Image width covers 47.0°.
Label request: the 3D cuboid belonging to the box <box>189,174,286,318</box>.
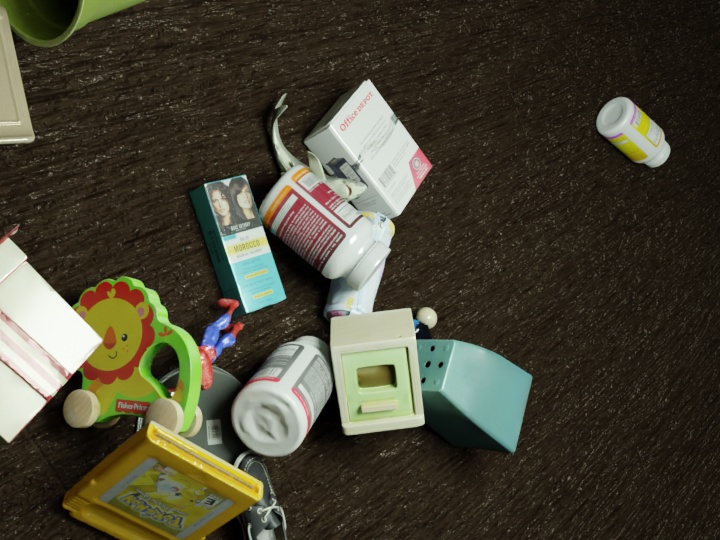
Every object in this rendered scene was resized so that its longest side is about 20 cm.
[{"bbox_3d":[-0.186,-0.037,1.263,0.082,0.049,0.203,-19,91,-42],"label":"box"}]

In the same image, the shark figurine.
[{"bbox_3d":[-0.094,-0.177,1.380,0.215,0.128,0.089,47,25,2],"label":"shark figurine"}]

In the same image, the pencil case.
[{"bbox_3d":[0.000,0.000,1.384,0.083,0.090,0.203,32,60,-30],"label":"pencil case"}]

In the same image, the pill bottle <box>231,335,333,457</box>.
[{"bbox_3d":[-0.102,0.172,1.202,0.112,0.110,0.200,60,23,-10],"label":"pill bottle"}]

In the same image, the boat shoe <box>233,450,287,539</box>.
[{"bbox_3d":[-0.137,0.354,1.160,0.073,0.060,0.204,-10,99,-46],"label":"boat shoe"}]

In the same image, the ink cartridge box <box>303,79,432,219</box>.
[{"bbox_3d":[0.015,-0.207,1.457,0.201,0.084,0.145,50,52,-20],"label":"ink cartridge box"}]

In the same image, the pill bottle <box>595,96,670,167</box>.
[{"bbox_3d":[0.680,-0.335,2.045,0.199,0.104,0.106,30,60,-31],"label":"pill bottle"}]

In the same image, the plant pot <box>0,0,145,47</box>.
[{"bbox_3d":[-0.378,-0.424,1.133,0.190,0.198,0.202,-35,101,-52],"label":"plant pot"}]

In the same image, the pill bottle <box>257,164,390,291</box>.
[{"bbox_3d":[-0.055,-0.062,1.295,0.199,0.113,0.113,40,52,4],"label":"pill bottle"}]

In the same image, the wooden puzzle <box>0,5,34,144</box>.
[{"bbox_3d":[-0.525,-0.248,1.046,0.183,0.037,0.203,-11,81,-41],"label":"wooden puzzle"}]

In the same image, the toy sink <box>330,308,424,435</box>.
[{"bbox_3d":[0.028,0.177,1.270,0.112,0.128,0.203,-94,177,-68],"label":"toy sink"}]

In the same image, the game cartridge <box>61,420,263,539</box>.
[{"bbox_3d":[-0.249,0.283,1.029,0.176,0.199,0.033,36,29,-26],"label":"game cartridge"}]

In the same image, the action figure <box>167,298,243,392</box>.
[{"bbox_3d":[-0.234,0.111,1.146,0.201,0.097,0.066,-76,159,-66],"label":"action figure"}]

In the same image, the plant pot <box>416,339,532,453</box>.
[{"bbox_3d":[0.170,0.203,1.412,0.199,0.140,0.143,36,63,-37],"label":"plant pot"}]

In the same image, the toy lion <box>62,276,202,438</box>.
[{"bbox_3d":[-0.290,0.107,1.050,0.069,0.197,0.195,27,68,-68],"label":"toy lion"}]

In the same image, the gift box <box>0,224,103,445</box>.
[{"bbox_3d":[-0.423,0.072,0.938,0.187,0.199,0.185,49,48,-17],"label":"gift box"}]

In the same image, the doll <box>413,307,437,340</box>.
[{"bbox_3d":[0.086,0.141,1.444,0.137,0.048,0.201,54,49,-27],"label":"doll"}]

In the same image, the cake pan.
[{"bbox_3d":[-0.218,0.231,1.170,0.198,0.036,0.204,13,70,-38],"label":"cake pan"}]
